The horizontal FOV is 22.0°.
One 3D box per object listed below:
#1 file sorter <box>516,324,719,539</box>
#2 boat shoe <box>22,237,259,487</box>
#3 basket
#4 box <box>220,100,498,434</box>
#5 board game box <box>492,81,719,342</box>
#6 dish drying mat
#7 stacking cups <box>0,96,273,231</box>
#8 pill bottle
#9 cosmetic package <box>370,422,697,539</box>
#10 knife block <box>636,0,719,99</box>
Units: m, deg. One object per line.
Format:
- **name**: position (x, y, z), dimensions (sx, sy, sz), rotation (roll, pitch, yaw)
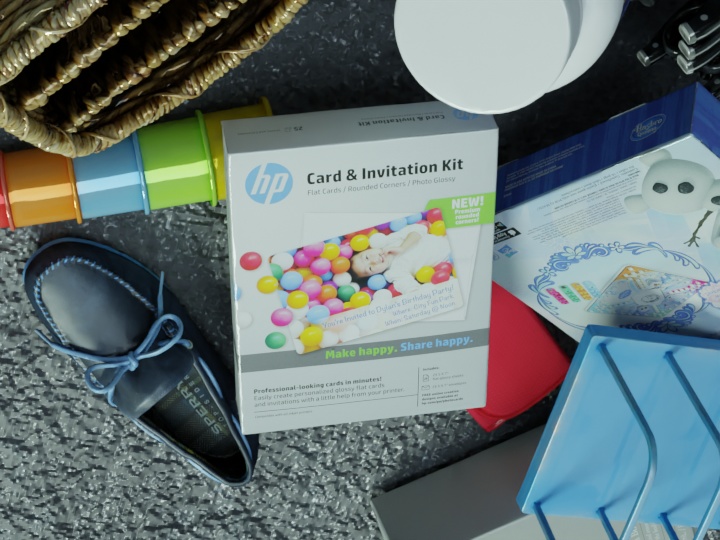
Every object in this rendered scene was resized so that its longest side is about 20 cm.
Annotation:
- **file sorter**: position (0.223, 0.134, 1.135), dimensions (0.198, 0.123, 0.140), rotation (7, 122, -20)
- **boat shoe**: position (-0.122, 0.056, 1.129), dimensions (0.084, 0.069, 0.200), rotation (-44, 120, 10)
- **basket**: position (-0.104, -0.142, 0.972), dimensions (0.199, 0.149, 0.143), rotation (-36, 131, 6)
- **box**: position (0.000, 0.000, 1.085), dimensions (0.155, 0.041, 0.201), rotation (-6, 124, -9)
- **board game box**: position (0.184, -0.014, 1.124), dimensions (0.199, 0.044, 0.199), rotation (35, 142, -31)
- **dish drying mat**: position (0.061, 0.022, 1.192), dimensions (0.077, 0.018, 0.200), rotation (-37, 121, 4)
- **stacking cups**: position (-0.146, -0.056, 1.067), dimensions (0.198, 0.061, 0.061), rotation (-10, 120, -10)
- **pill bottle**: position (0.086, -0.161, 0.979), dimensions (0.119, 0.200, 0.121), rotation (8, 119, 14)
- **cosmetic package**: position (0.118, 0.176, 1.253), dimensions (0.199, 0.090, 0.107), rotation (-26, 124, -5)
- **knife block**: position (0.236, -0.195, 1.045), dimensions (0.175, 0.064, 0.201), rotation (-10, 130, -56)
